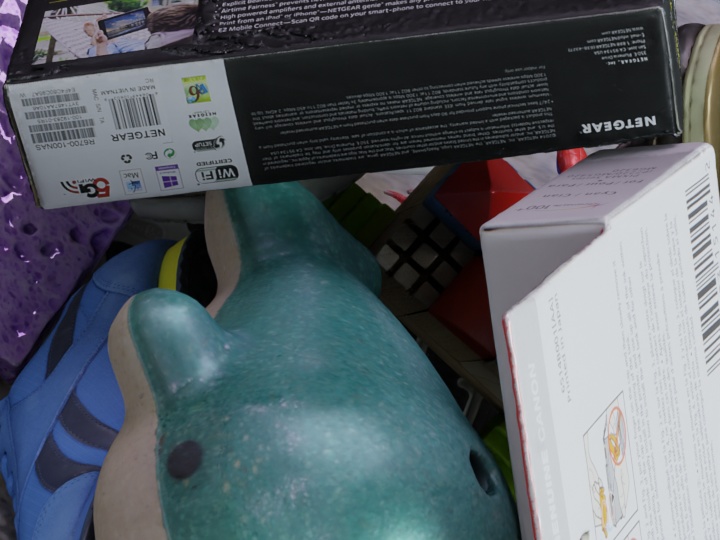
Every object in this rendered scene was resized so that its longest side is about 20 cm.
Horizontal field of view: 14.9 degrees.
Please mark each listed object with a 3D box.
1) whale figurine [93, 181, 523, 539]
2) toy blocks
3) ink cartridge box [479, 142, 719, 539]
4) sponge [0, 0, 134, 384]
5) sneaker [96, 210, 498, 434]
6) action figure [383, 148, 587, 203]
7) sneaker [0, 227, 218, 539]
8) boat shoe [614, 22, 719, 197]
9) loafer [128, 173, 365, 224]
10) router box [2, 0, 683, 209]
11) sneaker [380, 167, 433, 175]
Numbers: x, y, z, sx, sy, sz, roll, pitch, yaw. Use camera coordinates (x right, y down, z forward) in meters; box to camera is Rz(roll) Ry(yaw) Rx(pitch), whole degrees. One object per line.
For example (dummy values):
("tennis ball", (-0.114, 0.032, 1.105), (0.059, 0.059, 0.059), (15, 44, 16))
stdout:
("whale figurine", (-0.007, 0.048, 0.814), (0.159, 0.103, 0.201), (45, 33, -36))
("toy blocks", (0.074, 0.028, 0.915), (0.200, 0.100, 0.137), (43, -7, -3))
("ink cartridge box", (0.067, 0.081, 0.771), (0.045, 0.201, 0.176), (-2, 14, 26))
("sponge", (-0.112, -0.069, 0.970), (0.111, 0.030, 0.200), (34, 67, 0))
("sneaker", (0.000, 0.000, 1.027), (0.199, 0.081, 0.083), (23, 13, -2))
("action figure", (0.095, -0.032, 1.169), (0.200, 0.065, 0.099), (-8, 46, -47))
("sneaker", (-0.081, 0.068, 0.861), (0.066, 0.078, 0.200), (54, 27, -30))
("boat shoe", (0.109, -0.014, 1.023), (0.065, 0.200, 0.073), (14, 50, 16))
("loafer", (-0.014, -0.079, 0.961), (0.075, 0.070, 0.200), (1, 30, 40))
("router box", (-0.002, -0.091, 0.869), (0.199, 0.051, 0.149), (-6, 37, 9))
("sneaker", (-0.044, -0.067, 1.070), (0.199, 0.074, 0.116), (11, -18, -12))
